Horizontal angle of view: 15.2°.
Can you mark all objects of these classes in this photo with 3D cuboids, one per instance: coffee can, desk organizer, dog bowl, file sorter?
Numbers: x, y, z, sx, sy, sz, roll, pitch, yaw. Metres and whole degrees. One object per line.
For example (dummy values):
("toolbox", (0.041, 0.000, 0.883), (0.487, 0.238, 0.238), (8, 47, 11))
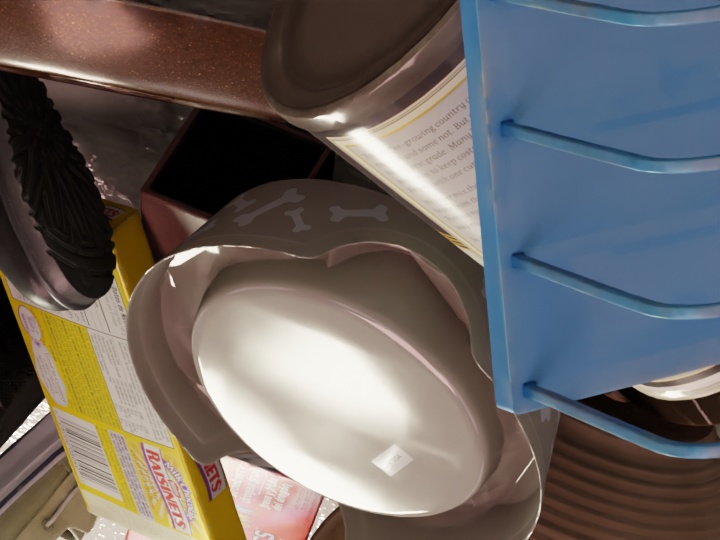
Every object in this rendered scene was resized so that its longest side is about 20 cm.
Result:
("coffee can", (0.082, -0.064, 1.022), (0.200, 0.147, 0.146), (37, 147, -27))
("desk organizer", (0.000, 0.000, 1.227), (0.199, 0.072, 0.077), (22, 145, 13))
("dog bowl", (-0.002, 0.043, 1.169), (0.199, 0.059, 0.201), (21, 143, 16))
("file sorter", (0.123, -0.052, 0.894), (0.138, 0.202, 0.123), (-12, -165, -24))

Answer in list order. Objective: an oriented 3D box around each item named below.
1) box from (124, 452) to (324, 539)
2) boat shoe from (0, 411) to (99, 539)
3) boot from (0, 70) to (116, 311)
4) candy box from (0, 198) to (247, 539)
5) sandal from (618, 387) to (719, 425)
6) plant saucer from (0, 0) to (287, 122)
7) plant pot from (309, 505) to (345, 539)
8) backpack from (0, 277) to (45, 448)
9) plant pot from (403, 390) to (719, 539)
("box", (-0.061, 0.097, 1.426), (0.095, 0.100, 0.200), (20, 151, 0))
("boat shoe", (-0.165, 0.117, 1.425), (0.062, 0.200, 0.072), (48, 161, -3))
("boot", (-0.217, -0.009, 1.221), (0.199, 0.166, 0.066), (-33, 155, 21))
("candy box", (-0.119, 0.048, 1.288), (0.102, 0.026, 0.201), (16, 134, 39))
("sandal", (0.161, 0.025, 1.207), (0.199, 0.055, 0.082), (6, 132, 51))
("plant saucer", (-0.100, -0.090, 1.105), (0.199, 0.035, 0.200), (11, -178, 0))
("plant pot", (0.040, 0.182, 1.383), (0.134, 0.202, 0.199), (32, 150, -34))
("backpack", (-0.256, 0.019, 1.384), (0.200, 0.135, 0.182), (44, 147, -5))
("plant pot", (0.109, 0.099, 1.288), (0.199, 0.201, 0.093), (20, 110, 1))
